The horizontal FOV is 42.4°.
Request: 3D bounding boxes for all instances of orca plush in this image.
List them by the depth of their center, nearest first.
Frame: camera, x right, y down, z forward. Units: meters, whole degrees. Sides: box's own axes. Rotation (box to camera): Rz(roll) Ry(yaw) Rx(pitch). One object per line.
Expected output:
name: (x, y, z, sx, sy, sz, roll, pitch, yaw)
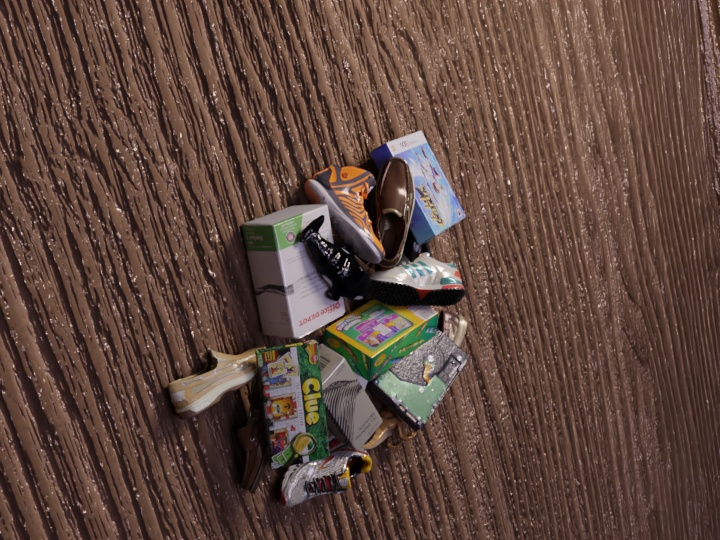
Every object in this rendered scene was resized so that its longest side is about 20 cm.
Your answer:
orca plush: (-0.022, -0.015, 1.597, 0.106, 0.071, 0.201, -59, 135, -38)

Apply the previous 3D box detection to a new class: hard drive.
hard drive: (0.118, 0.204, 1.877, 0.140, 0.038, 0.200, 42, 57, -5)

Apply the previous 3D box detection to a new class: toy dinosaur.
toy dinosaur: (0.050, 0.315, 1.854, 0.106, 0.060, 0.201, 48, 47, -17)

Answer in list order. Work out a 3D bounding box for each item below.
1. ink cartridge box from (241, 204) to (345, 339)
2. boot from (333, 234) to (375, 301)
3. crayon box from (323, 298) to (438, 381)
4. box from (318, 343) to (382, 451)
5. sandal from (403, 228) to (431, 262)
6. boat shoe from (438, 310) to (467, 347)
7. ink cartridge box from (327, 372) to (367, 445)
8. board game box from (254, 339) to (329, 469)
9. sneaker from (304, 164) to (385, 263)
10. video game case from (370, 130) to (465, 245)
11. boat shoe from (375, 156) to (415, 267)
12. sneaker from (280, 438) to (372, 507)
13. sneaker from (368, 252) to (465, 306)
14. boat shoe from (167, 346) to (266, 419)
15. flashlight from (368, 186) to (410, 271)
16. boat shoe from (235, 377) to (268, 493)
ink cartridge box: (-0.113, 0.000, 1.606, 0.146, 0.084, 0.202, -24, 111, -48)
boot: (0.000, 0.000, 1.750, 0.200, 0.075, 0.074, 45, 55, -45)
crayon box: (0.040, 0.116, 1.749, 0.199, 0.118, 0.059, -30, 136, -39)
box: (-0.038, 0.227, 1.642, 0.082, 0.068, 0.201, -47, 136, -18)
sandal: (0.094, -0.067, 1.861, 0.048, 0.075, 0.203, -9, 90, -56)
boat shoe: (0.164, 0.181, 1.972, 0.071, 0.072, 0.202, 23, 81, -16)
ink cartridge box: (-0.084, 0.251, 1.689, 0.199, 0.043, 0.175, 15, 97, -49)
board game box: (-0.111, 0.220, 1.524, 0.104, 0.023, 0.202, -10, 102, -18)
sneaker: (0.000, -0.114, 1.660, 0.112, 0.078, 0.200, -36, 80, -22)
video game case: (0.117, -0.166, 1.816, 0.201, 0.045, 0.181, 62, 30, -2)
boat shoe: (0.063, -0.108, 1.691, 0.075, 0.074, 0.205, 128, -35, -89)
sneaker: (-0.062, 0.366, 1.673, 0.199, 0.082, 0.079, -26, 127, -36)
sneaker: (0.100, 0.012, 1.769, 0.198, 0.071, 0.094, 4, 51, -15)
boat shoe: (-0.225, 0.160, 1.501, 0.200, 0.071, 0.077, -33, 101, -46)
flashlight: (0.061, -0.068, 1.807, 0.068, 0.067, 0.202, -72, 154, -78)
boat shoe: (-0.177, 0.272, 1.567, 0.067, 0.072, 0.202, 16, 93, -8)
